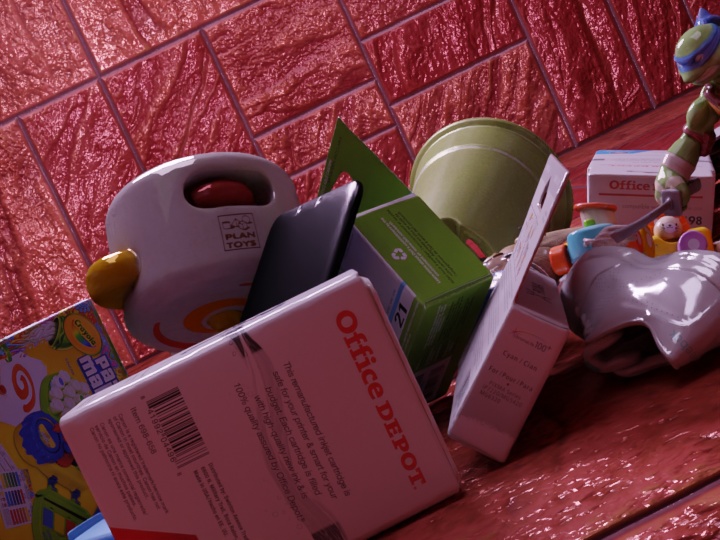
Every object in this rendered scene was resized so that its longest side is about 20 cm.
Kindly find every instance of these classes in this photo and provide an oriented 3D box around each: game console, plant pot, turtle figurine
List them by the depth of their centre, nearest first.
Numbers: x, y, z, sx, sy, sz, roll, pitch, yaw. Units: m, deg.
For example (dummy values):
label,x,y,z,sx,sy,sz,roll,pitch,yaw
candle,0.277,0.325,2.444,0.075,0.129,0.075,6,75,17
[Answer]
label,x,y,z,sx,sy,sz,roll,pitch,yaw
turtle figurine,0.264,-0.054,0.772,0.144,0.193,0.201,-46,28,34
game console,-0.026,0.047,0.942,0.116,0.177,0.200,-38,8,-21
plant pot,0.122,-0.040,1.351,0.199,0.201,0.190,-23,18,30

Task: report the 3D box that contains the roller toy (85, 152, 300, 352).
label,x,y,z,sx,sy,sz,roll,pitch,yaw
roller toy,-0.136,-0.009,1.116,0.181,0.141,0.200,-24,-25,18

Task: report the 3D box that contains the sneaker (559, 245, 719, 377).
label,x,y,z,sx,sy,sz,roll,pitch,yaw
sneaker,0.172,0.035,0.811,0.088,0.075,0.200,-44,9,-16

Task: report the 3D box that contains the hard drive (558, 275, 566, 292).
label,x,y,z,sx,sy,sz,roll,pitch,yaw
hard drive,0.128,0.042,1.197,0.199,0.027,0.132,-25,5,-1

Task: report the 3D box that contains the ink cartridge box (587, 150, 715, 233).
label,x,y,z,sx,sy,sz,roll,pitch,yaw
ink cartridge box,0.275,-0.071,1.157,0.115,0.067,0.200,2,12,14

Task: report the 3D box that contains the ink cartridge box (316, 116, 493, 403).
label,x,y,z,sx,sy,sz,roll,pitch,yaw
ink cartridge box,0.000,0.000,0.979,0.075,0.200,0.149,-22,-34,-33

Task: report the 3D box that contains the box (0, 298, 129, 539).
label,x,y,z,sx,sy,sz,roll,pitch,yaw
box,-0.279,0.156,1.063,0.191,0.201,0.122,-26,4,-11

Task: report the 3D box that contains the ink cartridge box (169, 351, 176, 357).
label,x,y,z,sx,sy,sz,roll,pitch,yaw
ink cartridge box,-0.091,0.072,1.283,0.199,0.146,0.084,-27,0,-22

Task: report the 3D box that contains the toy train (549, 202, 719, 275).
label,x,y,z,sx,sy,sz,roll,pitch,yaw
toy train,0.241,-0.038,0.926,0.198,0.056,0.150,-3,-16,-21

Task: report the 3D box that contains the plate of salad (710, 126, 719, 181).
label,x,y,z,sx,sy,sz,roll,pitch,yaw
plate of salad,0.389,-0.112,1.323,0.199,0.048,0.200,-28,-16,-9

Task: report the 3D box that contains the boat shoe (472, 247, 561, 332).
label,x,y,z,sx,sy,sz,roll,pitch,yaw
boat shoe,0.115,0.027,1.025,0.072,0.072,0.200,-44,8,-20

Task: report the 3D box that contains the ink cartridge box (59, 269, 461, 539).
label,x,y,z,sx,sy,sz,roll,pitch,yaw
ink cartridge box,-0.058,0.106,0.744,0.199,0.145,0.084,-26,4,-1

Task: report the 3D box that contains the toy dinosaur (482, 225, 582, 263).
label,x,y,z,sx,sy,sz,roll,pitch,yaw
toy dinosaur,0.163,-0.018,1.165,0.199,0.059,0.101,-26,3,-7

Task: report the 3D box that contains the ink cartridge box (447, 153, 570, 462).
label,x,y,z,sx,sy,sz,roll,pitch,yaw
ink cartridge box,0.115,0.016,0.817,0.200,0.044,0.178,-53,-13,-79

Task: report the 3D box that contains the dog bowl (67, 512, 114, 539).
label,x,y,z,sx,sy,sz,roll,pitch,yaw
dog bowl,-0.187,0.213,0.854,0.111,0.050,0.200,-23,6,35
